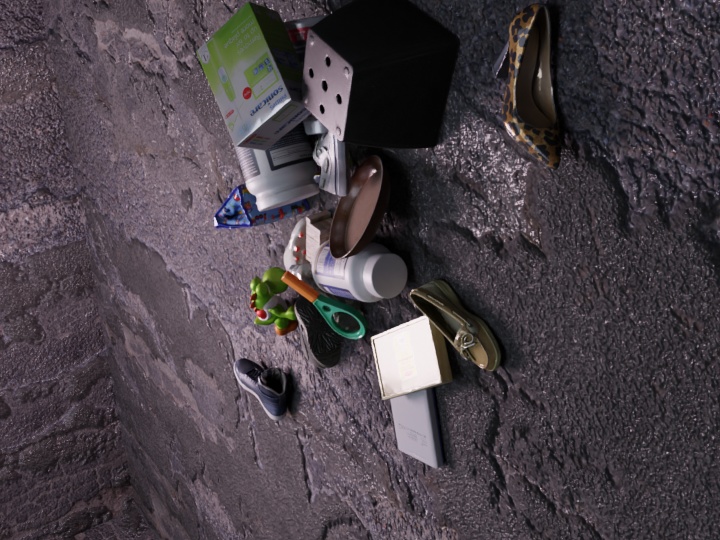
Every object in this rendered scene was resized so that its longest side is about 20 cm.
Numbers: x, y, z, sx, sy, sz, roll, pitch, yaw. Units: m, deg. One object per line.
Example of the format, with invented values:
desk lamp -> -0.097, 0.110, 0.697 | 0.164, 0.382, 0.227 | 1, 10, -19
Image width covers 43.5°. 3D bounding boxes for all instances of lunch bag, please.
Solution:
lunch bag -> -0.229, -0.139, 1.976 | 0.199, 0.149, 0.095 | -16, 92, 60

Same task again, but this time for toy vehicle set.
toy vehicle set -> 0.092, 0.164, 1.686 | 0.199, 0.026, 0.126 | -27, 70, 55

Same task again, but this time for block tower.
block tower -> -0.079, -0.020, 1.888 | 0.058, 0.054, 0.202 | 35, 135, 45

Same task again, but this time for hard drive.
hard drive -> 0.104, 0.273, 1.767 | 0.131, 0.025, 0.203 | 14, 117, 56

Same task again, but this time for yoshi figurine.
yoshi figurine -> -0.189, 0.061, 2.066 | 0.201, 0.111, 0.113 | 70, -154, -60

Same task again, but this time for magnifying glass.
magnifying glass -> -0.071, 0.068, 1.779 | 0.199, 0.022, 0.080 | 38, 140, -8

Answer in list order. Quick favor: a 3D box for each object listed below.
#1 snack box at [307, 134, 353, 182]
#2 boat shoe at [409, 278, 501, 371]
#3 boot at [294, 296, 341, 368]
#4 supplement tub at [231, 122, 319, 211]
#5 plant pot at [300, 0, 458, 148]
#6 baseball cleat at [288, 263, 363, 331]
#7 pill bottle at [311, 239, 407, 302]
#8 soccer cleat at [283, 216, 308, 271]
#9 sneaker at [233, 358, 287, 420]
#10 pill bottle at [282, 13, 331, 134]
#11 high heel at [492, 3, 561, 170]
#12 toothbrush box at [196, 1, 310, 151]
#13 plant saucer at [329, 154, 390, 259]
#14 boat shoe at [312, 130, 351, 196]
snack box -> -0.107, -0.277, 1.783 | 0.168, 0.067, 0.203 | -15, 91, 59
boat shoe -> 0.162, 0.098, 1.538 | 0.201, 0.063, 0.074 | 54, 146, 29
boot -> -0.091, 0.166, 1.938 | 0.201, 0.072, 0.183 | 96, 155, -56
supplement tub -> -0.163, -0.226, 1.699 | 0.140, 0.139, 0.203 | -13, 94, 60
plant pot -> 0.014, -0.313, 1.454 | 0.200, 0.176, 0.202 | 48, 144, 36
baseball cleat -> -0.070, 0.055, 1.850 | 0.201, 0.070, 0.106 | 53, 159, -24
pill bottle -> 0.000, 0.000, 1.709 | 0.199, 0.110, 0.113 | 10, 114, 57
soccer cleat -> -0.136, -0.045, 1.960 | 0.078, 0.069, 0.202 | 53, 148, 35
sneaker -> -0.253, 0.269, 2.296 | 0.202, 0.077, 0.147 | 43, 152, 25
pill bottle -> -0.073, -0.355, 1.634 | 0.119, 0.118, 0.203 | 13, 117, 56
high heel -> 0.241, -0.248, 1.207 | 0.143, 0.071, 0.202 | 118, 137, -59
toothbrush box -> -0.179, -0.333, 1.561 | 0.145, 0.086, 0.202 | -32, 74, 31
plant saucer -> 0.003, -0.109, 1.638 | 0.201, 0.034, 0.202 | -51, 26, 37
boat shoe -> -0.054, -0.205, 1.608 | 0.201, 0.066, 0.074 | 90, -172, -49
